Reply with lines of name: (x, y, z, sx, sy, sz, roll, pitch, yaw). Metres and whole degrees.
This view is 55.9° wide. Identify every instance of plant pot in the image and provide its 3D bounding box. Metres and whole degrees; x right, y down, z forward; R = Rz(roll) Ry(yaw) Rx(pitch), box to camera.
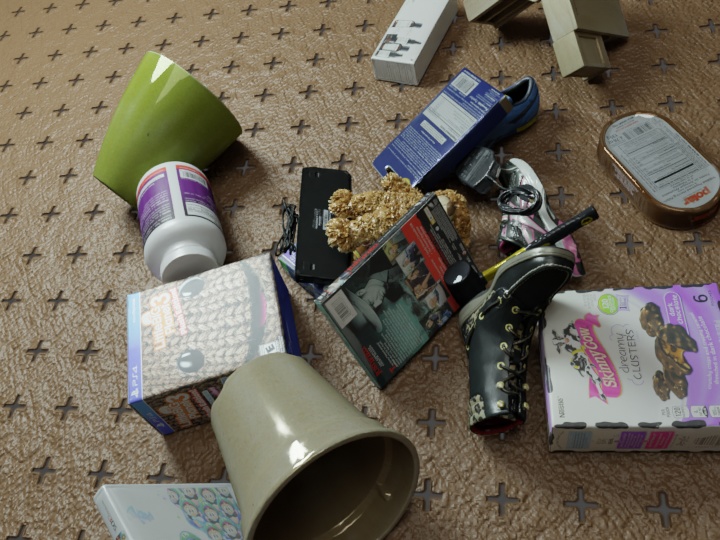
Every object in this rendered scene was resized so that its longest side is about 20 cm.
plant pot: (-0.068, 0.194, 0.726, 0.199, 0.202, 0.183, -36, 44, -12)
plant pot: (-0.317, -0.197, 1.061, 0.186, 0.187, 0.201, 30, 80, 29)

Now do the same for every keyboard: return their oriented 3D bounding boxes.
keyboard: (-0.064, -0.061, 0.947, 0.102, 0.040, 0.203, 7, 53, -8)

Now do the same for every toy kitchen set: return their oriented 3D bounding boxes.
toy kitchen set: (0.308, -0.385, 1.103, 0.161, 0.179, 0.203, -11, 83, -40)

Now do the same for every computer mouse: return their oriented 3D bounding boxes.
computer mouse: (0.183, -0.114, 0.896, 0.059, 0.034, 0.200, -51, 31, 11)

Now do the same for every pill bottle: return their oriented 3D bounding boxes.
pill bottle: (-0.253, -0.057, 0.959, 0.111, 0.113, 0.201, -22, 46, -3)

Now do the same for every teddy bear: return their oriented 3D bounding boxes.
teddy bear: (0.049, -0.071, 0.896, 0.197, 0.067, 0.146, 14, 48, 14)

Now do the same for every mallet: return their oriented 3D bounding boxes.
mallet: (0.189, -0.024, 0.817, 0.199, 0.066, 0.041, -38, 34, 17)

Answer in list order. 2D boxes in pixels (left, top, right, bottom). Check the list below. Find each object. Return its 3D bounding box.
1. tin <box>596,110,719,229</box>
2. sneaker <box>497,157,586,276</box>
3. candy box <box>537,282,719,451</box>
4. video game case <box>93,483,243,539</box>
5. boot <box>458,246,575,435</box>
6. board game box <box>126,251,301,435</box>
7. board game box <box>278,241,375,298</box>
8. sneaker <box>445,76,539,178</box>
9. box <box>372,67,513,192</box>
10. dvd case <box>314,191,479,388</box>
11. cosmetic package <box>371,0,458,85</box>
tin: (0.403, -0.141, 0.922, 0.111, 0.042, 0.202, -27, 54, 0)
sneaker: (0.212, -0.063, 0.891, 0.085, 0.081, 0.202, -25, 48, 9)
candy box: (0.302, 0.107, 0.752, 0.196, 0.072, 0.170, -4, 55, 11)
video game case: (-0.143, 0.283, 0.667, 0.024, 0.199, 0.182, -51, 57, 8)
boot: (0.172, 0.081, 0.740, 0.072, 0.204, 0.156, 12, 58, -16)
board game box: (-0.184, 0.091, 0.864, 0.197, 0.097, 0.161, -17, 54, 1)
board game box: (0.000, 0.000, 0.920, 0.135, 0.035, 0.199, -41, 56, -16)
sneaker: (0.182, -0.216, 1.001, 0.199, 0.079, 0.066, -36, 58, -10)
box: (0.113, -0.194, 0.986, 0.200, 0.032, 0.122, -43, 40, 8)
dvd case: (0.054, 0.024, 0.832, 0.200, 0.147, 0.022, -44, 28, -18)
cosmetic package: (0.096, -0.410, 1.169, 0.081, 0.051, 0.202, 15, 61, 21)
